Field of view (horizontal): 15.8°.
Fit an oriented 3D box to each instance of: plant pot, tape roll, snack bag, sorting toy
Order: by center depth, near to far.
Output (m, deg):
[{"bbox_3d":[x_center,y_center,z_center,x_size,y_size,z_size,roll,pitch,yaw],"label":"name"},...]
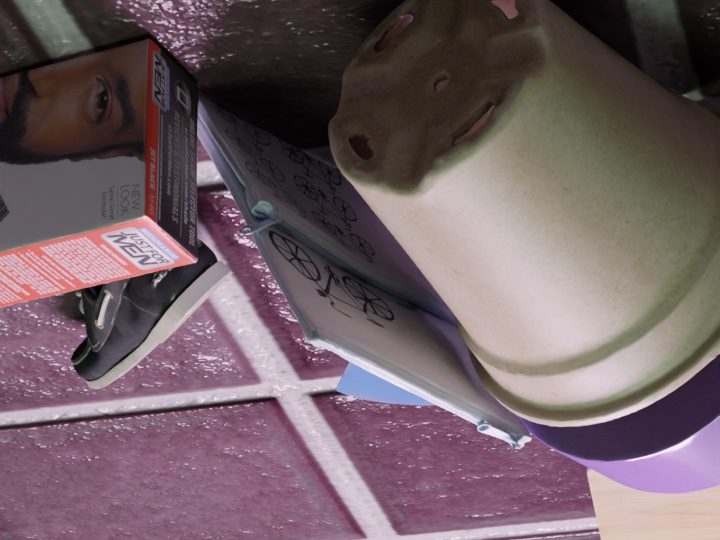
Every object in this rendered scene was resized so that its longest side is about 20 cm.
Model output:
[{"bbox_3d":[0.087,-0.050,1.342,0.200,0.201,0.183,-20,137,33],"label":"plant pot"},{"bbox_3d":[0.000,0.000,1.422,0.021,0.200,0.188,-45,135,17],"label":"snack bag"},{"bbox_3d":[0.170,0.020,1.443,0.200,0.200,0.066,-19,148,32],"label":"tape roll"},{"bbox_3d":[0.264,0.139,1.830,0.200,0.070,0.199,-5,153,7],"label":"sorting toy"}]

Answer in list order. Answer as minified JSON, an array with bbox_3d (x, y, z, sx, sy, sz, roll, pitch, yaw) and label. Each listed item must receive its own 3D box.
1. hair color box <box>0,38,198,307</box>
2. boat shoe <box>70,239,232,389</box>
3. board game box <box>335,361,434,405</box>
[{"bbox_3d":[-0.188,-0.044,1.406,0.200,0.111,0.064,-12,151,21],"label":"hair color box"},{"bbox_3d":[-0.141,0.017,1.602,0.068,0.072,0.200,43,152,-3],"label":"boat shoe"},{"bbox_3d":[0.070,0.036,1.659,0.158,0.039,0.200,-1,159,-11],"label":"board game box"}]
